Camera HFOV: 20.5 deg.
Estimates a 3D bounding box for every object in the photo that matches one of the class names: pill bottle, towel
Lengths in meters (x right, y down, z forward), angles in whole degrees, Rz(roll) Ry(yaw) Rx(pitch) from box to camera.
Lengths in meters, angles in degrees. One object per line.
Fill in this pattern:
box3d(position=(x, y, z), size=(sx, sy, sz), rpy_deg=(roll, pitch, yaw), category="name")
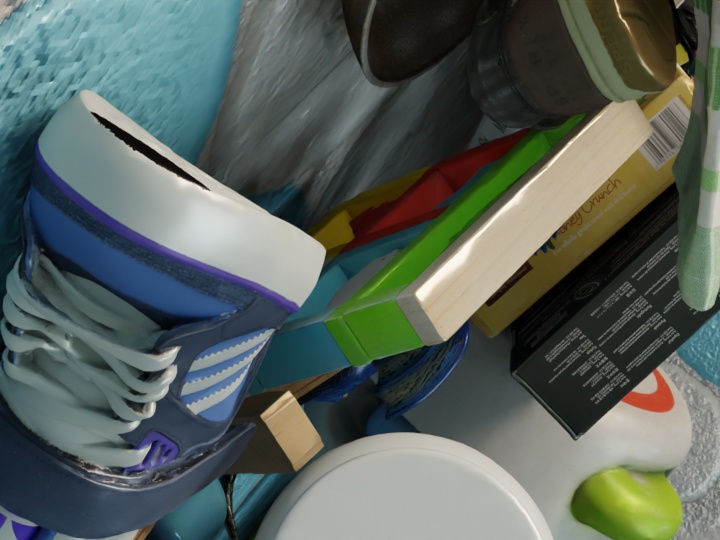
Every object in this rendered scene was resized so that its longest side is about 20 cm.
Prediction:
box3d(position=(0.015, 0.119, 0.726), size=(0.113, 0.113, 0.200), rpy_deg=(-51, 174, -6), category="pill bottle")
box3d(position=(0.130, -0.107, 0.737), size=(0.153, 0.023, 0.201), rpy_deg=(-67, 160, -68), category="towel")

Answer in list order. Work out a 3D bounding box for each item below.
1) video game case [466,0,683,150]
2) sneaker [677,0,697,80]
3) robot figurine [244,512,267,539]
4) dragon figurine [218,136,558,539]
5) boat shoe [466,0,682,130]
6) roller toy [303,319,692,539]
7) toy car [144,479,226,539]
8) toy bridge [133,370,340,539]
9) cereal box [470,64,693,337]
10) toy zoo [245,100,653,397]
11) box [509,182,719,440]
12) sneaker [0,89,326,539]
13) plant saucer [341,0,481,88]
box3d(position=(0.126, -0.133, 0.891), size=(0.200, 0.024, 0.182), rpy_deg=(-46, 171, -23), category="video game case")
box3d(position=(0.185, -0.119, 1.188), size=(0.200, 0.070, 0.090), rpy_deg=(-44, 169, -29), category="sneaker")
box3d(position=(-0.034, 0.209, 1.194), size=(0.200, 0.116, 0.175), rpy_deg=(-50, -162, -15), category="robot figurine")
box3d(position=(0.005, 0.023, 0.828), size=(0.200, 0.059, 0.099), rpy_deg=(-50, -162, -19), category="dragon figurine")
box3d(position=(0.071, -0.095, 0.683), size=(0.064, 0.074, 0.200), rpy_deg=(-20, -171, 15), category="boat shoe")
box3d(position=(0.068, 0.083, 1.056), size=(0.140, 0.182, 0.200), rpy_deg=(-55, -169, 16), category="roller toy")
box3d(position=(-0.082, 0.198, 0.755), size=(0.184, 0.200, 0.177), rpy_deg=(-46, 167, -33), category="toy car")
box3d(position=(-0.042, 0.058, 0.722), size=(0.200, 0.027, 0.067), rpy_deg=(-41, -164, -31), category="toy bridge")
box3d(position=(0.104, -0.048, 0.966), size=(0.144, 0.040, 0.200), rpy_deg=(-42, -173, 12), category="cereal box")
box3d(position=(0.000, 0.000, 0.723), size=(0.131, 0.021, 0.200), rpy_deg=(-42, -166, -36), category="toy zoo")
box3d(position=(0.153, -0.027, 0.912), size=(0.200, 0.044, 0.160), rpy_deg=(-44, -172, 13), category="box")
box3d(position=(-0.080, 0.037, 0.577), size=(0.147, 0.080, 0.200), rpy_deg=(-56, 174, -2), category="sneaker")
box3d(position=(0.052, -0.151, 0.665), size=(0.200, 0.032, 0.200), rpy_deg=(-50, 169, -13), category="plant saucer")
